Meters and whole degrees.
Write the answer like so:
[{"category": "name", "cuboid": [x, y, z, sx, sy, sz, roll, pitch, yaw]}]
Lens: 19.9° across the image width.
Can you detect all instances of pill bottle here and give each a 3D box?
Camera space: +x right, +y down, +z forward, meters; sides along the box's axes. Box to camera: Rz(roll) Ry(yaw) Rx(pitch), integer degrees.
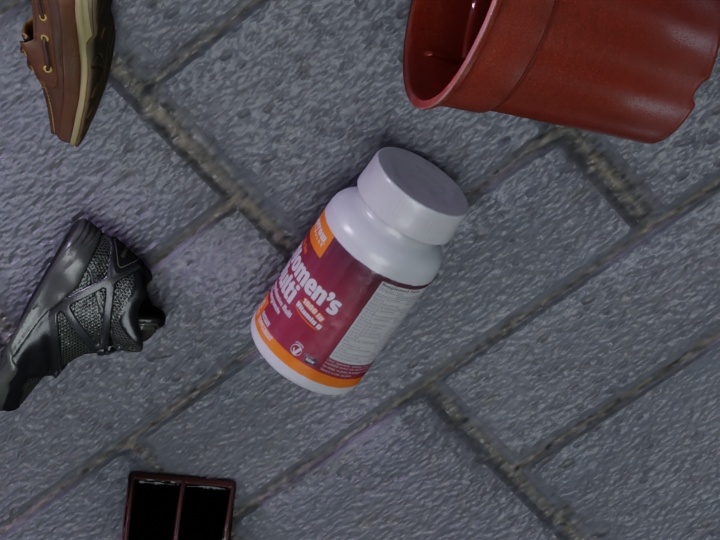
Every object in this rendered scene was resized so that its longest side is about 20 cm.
[{"category": "pill bottle", "cuboid": [0.000, 0.000, 1.734, 0.109, 0.110, 0.200, 27, 116, -15]}]

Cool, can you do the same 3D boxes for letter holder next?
[{"category": "letter holder", "cuboid": [-0.176, 0.310, 1.894, 0.100, 0.142, 0.200, 6, 120, -3]}]

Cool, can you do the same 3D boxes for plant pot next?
[{"category": "plant pot", "cuboid": [0.161, -0.195, 1.586, 0.195, 0.201, 0.201, 15, 119, -18]}]

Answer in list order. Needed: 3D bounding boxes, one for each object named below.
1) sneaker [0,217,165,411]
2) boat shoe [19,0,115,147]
[{"category": "sneaker", "cuboid": [-0.244, 0.061, 1.789, 0.114, 0.076, 0.200, 31, 110, -9]}, {"category": "boat shoe", "cuboid": [-0.236, -0.185, 1.642, 0.067, 0.072, 0.200, 15, 137, 3]}]
